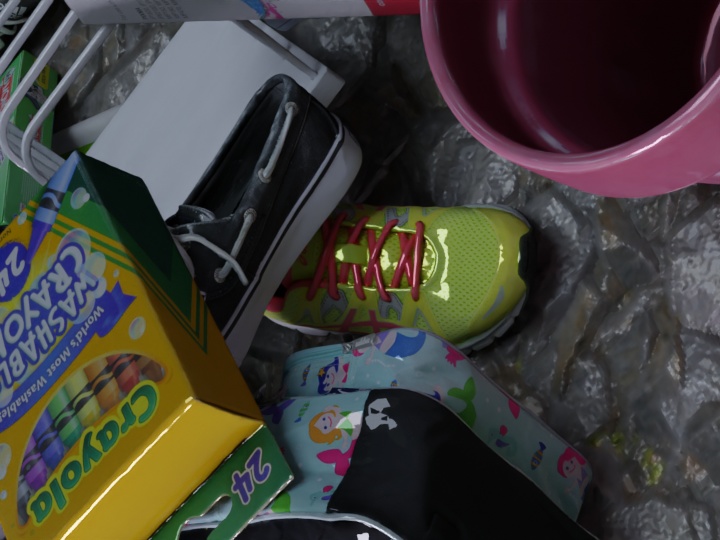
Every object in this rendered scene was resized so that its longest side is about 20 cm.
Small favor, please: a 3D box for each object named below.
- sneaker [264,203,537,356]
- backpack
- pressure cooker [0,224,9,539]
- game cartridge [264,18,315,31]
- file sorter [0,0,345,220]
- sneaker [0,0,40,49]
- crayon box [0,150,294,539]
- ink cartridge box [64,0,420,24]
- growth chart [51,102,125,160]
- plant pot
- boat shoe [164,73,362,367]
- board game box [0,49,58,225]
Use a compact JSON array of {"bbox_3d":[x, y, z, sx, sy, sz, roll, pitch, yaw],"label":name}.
[{"bbox_3d":[0.000,0.000,1.427,0.200,0.090,0.078,-6,73,41],"label":"sneaker"},{"bbox_3d":[0.001,0.124,1.332,0.200,0.178,0.151,-20,41,42],"label":"backpack"},{"bbox_3d":[-0.173,0.076,1.485,0.200,0.176,0.179,-55,33,36],"label":"pressure cooker"},{"bbox_3d":[-0.015,-0.238,1.444,0.133,0.041,0.200,-28,60,30],"label":"game cartridge"},{"bbox_3d":[-0.126,-0.101,1.492,0.139,0.124,0.200,-53,28,2],"label":"file sorter"},{"bbox_3d":[-0.244,-0.142,1.686,0.115,0.076,0.201,-5,64,50],"label":"sneaker"},{"bbox_3d":[-0.122,0.058,1.301,0.126,0.052,0.200,-46,49,19],"label":"crayon box"},{"bbox_3d":[-0.047,-0.200,1.342,0.200,0.086,0.148,0,67,15],"label":"ink cartridge box"},{"bbox_3d":[-0.152,-0.003,1.621,0.145,0.018,0.200,-29,59,35],"label":"growth chart"},{"bbox_3d":[0.157,-0.119,1.252,0.200,0.179,0.200,-15,68,40],"label":"plant pot"},{"bbox_3d":[-0.075,-0.007,1.370,0.199,0.068,0.074,-54,35,-13],"label":"boat shoe"},{"bbox_3d":[-0.229,-0.028,1.631,0.135,0.029,0.200,-46,24,23],"label":"board game box"}]
